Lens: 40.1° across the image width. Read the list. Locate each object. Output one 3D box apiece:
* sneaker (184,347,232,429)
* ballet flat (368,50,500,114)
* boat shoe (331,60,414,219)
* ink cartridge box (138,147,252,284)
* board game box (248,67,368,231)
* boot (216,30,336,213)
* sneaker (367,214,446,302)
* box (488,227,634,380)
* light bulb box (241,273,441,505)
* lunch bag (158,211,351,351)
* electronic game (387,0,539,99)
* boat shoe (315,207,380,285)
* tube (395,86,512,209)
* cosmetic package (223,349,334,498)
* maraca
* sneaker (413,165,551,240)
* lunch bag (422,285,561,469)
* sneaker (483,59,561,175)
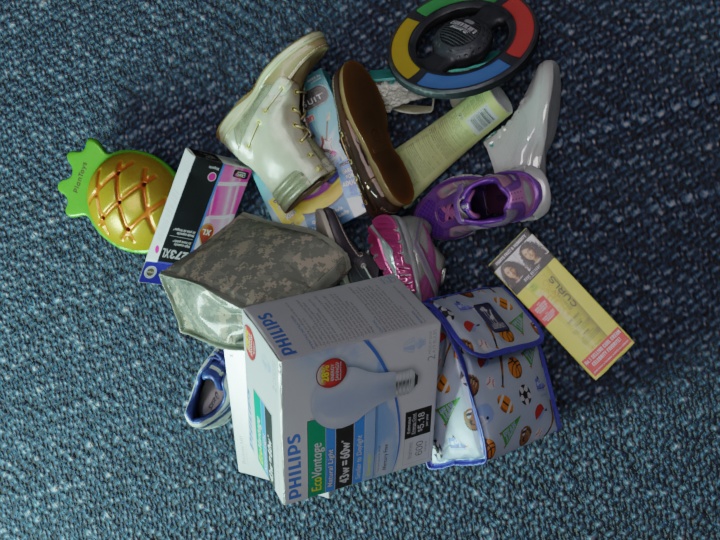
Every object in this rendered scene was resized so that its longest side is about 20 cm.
[{"bbox_3d":[-0.176,0.128,1.350,0.074,0.088,0.203,23,94,12],"label":"sneaker"},{"bbox_3d":[0.102,-0.244,1.305,0.196,0.072,0.073,-5,90,14],"label":"ballet flat"},{"bbox_3d":[0.002,-0.165,1.273,0.070,0.070,0.204,-24,81,47],"label":"boat shoe"},{"bbox_3d":[-0.225,-0.062,1.338,0.037,0.094,0.203,43,115,43],"label":"ink cartridge box"},{"bbox_3d":[-0.072,-0.147,1.344,0.149,0.047,0.203,-26,86,11],"label":"board game box"},{"bbox_3d":[-0.077,-0.192,1.281,0.200,0.072,0.155,-45,81,19],"label":"boot"},{"bbox_3d":[0.076,0.020,1.273,0.081,0.087,0.204,5,109,51],"label":"sneaker"},{"bbox_3d":[0.258,0.043,1.273,0.075,0.050,0.201,-43,83,8],"label":"box"},{"bbox_3d":[-0.024,0.135,1.148,0.196,0.125,0.202,-12,120,-22],"label":"light bulb box"},{"bbox_3d":[-0.126,0.022,1.255,0.198,0.164,0.119,14,132,41],"label":"lunch bag"},{"bbox_3d":[0.130,-0.292,1.255,0.196,0.042,0.203,-10,50,12],"label":"electronic game"},{"bbox_3d":[0.000,0.000,1.308,0.062,0.073,0.203,-27,105,-10],"label":"boat shoe"},{"bbox_3d":[0.109,-0.169,1.296,0.199,0.052,0.059,-38,42,28],"label":"tube"},{"bbox_3d":[-0.099,0.186,1.299,0.148,0.052,0.204,9,116,26],"label":"cosmetic package"},{"bbox_3d":[-0.330,-0.103,1.370,0.197,0.107,0.139,23,96,11],"label":"maraca"},{"bbox_3d":[0.139,-0.083,1.252,0.198,0.088,0.082,-12,95,41],"label":"sneaker"},{"bbox_3d":[0.150,0.125,1.227,0.123,0.168,0.204,-18,83,44],"label":"lunch bag"},{"bbox_3d":[0.204,-0.175,1.277,0.087,0.075,0.204,14,95,23],"label":"sneaker"}]
